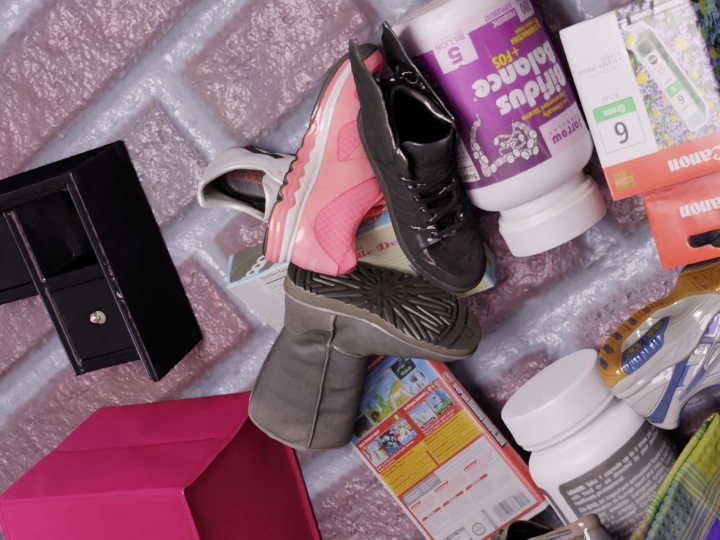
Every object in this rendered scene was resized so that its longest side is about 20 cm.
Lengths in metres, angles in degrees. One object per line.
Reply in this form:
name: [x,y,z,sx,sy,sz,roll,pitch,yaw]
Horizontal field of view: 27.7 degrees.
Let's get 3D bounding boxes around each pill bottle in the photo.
pill bottle: [0.111,-0.118,1.115,0.111,0.112,0.202,-21,103,27]
pill bottle: [0.210,0.172,1.198,0.113,0.114,0.201,-31,98,29]

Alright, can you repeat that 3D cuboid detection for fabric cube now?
fabric cube: [-0.175,0.244,1.329,0.197,0.200,0.199,-7,108,24]

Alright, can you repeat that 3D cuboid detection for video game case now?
video game case: [0.060,0.153,1.273,0.201,0.017,0.143,50,134,3]

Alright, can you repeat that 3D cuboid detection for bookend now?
bookend: [-0.279,0.010,1.333,0.198,0.092,0.201,-13,107,26]

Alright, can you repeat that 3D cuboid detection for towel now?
towel: [0.314,0.228,1.160,0.200,0.144,0.023,44,156,-12]

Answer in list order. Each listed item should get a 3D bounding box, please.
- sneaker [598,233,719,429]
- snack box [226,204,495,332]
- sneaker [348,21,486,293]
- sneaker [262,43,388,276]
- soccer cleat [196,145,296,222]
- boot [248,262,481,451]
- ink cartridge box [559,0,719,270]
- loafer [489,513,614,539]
sneaker: [0.281,0.039,1.134,0.200,0.075,0.088,-41,109,14]
snack box: [0.000,0.000,1.220,0.198,0.037,0.116,-20,137,27]
sneaker: [0.044,-0.078,1.078,0.059,0.104,0.202,-27,90,-13]
sneaker: [-0.009,-0.083,1.156,0.086,0.202,0.074,22,160,-1]
soccer cleat: [-0.041,-0.066,1.212,0.197,0.085,0.070,8,114,18]
boot: [-0.002,0.087,1.223,0.180,0.073,0.202,21,131,9]
ink cartridge box: [0.232,-0.101,1.083,0.108,0.050,0.203,-15,95,37]
loafer: [0.147,0.223,1.179,0.199,0.071,0.064,-17,94,62]
